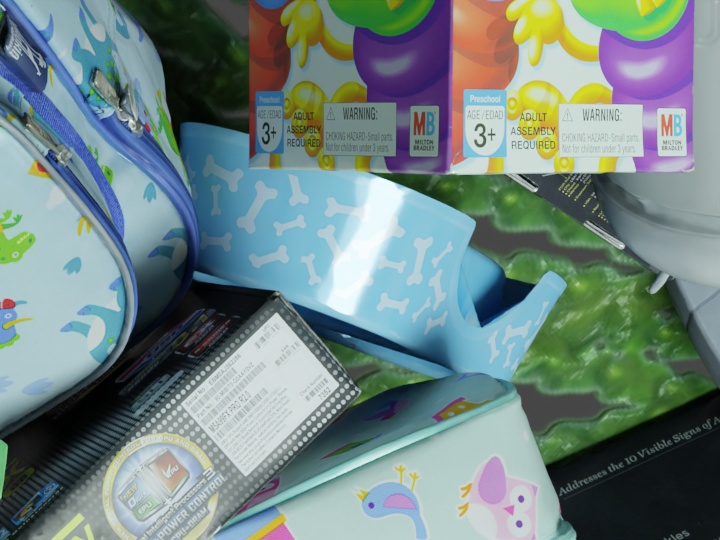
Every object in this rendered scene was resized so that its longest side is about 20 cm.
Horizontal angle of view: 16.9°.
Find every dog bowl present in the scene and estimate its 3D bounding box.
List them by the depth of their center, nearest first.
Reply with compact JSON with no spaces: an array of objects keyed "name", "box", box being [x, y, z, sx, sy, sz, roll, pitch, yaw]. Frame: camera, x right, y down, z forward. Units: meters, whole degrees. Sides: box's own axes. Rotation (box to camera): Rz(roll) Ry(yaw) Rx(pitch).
[{"name":"dog bowl","box":[0.000,0.000,0.883,0.200,0.111,0.050,30,79,-63]}]

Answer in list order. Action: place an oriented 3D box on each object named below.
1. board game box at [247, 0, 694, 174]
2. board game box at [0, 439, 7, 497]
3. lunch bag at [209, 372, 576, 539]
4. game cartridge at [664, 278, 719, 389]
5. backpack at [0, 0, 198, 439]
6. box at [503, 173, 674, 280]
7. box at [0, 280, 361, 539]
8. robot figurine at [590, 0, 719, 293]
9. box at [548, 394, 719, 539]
[{"name":"board game box","box":[0.033,-0.131,0.746,0.103,0.105,0.201,-2,94,-38]},{"name":"board game box","box":[-0.219,0.046,0.687,0.200,0.029,0.135,36,114,-22]},{"name":"lunch bag","box":[-0.021,0.102,0.870,0.160,0.200,0.077,-25,91,-15]},{"name":"game cartridge","box":[0.222,0.031,1.029,0.133,0.200,0.040,-38,162,-5]},{"name":"backpack","box":[-0.149,-0.022,0.765,0.182,0.148,0.200,-28,143,13]},{"name":"box","box":[0.126,-0.112,0.967,0.161,0.049,0.200,28,101,-43]},{"name":"box","box":[-0.104,0.086,0.796,0.200,0.160,0.044,-43,103,-11]},{"name":"robot figurine","box":[0.138,-0.077,0.889,0.169,0.113,0.201,3,124,15]},{"name":"box","box":[0.204,0.155,1.090,0.199,0.197,0.124,-21,130,-20]}]
